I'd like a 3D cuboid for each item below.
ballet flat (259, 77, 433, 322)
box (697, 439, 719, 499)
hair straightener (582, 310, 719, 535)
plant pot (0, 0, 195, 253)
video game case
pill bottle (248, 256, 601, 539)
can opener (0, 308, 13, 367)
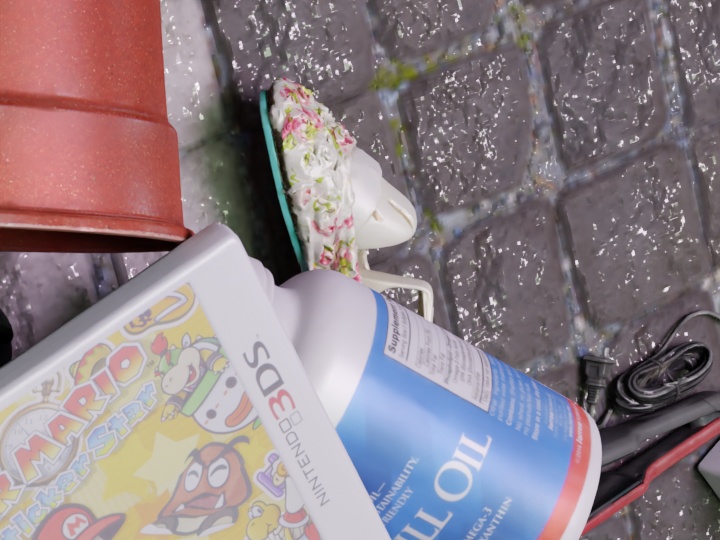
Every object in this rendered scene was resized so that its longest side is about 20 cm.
[{"bbox_3d":[0.000,0.000,1.359,0.064,0.076,0.200,-8,113,6],"label":"ballet flat"},{"bbox_3d":[0.293,0.149,1.532,0.097,0.124,0.200,-46,118,-19],"label":"box"},{"bbox_3d":[0.144,0.073,1.480,0.200,0.041,0.077,-27,110,-26],"label":"hair straightener"},{"bbox_3d":[-0.164,-0.110,1.187,0.201,0.201,0.195,3,87,-32],"label":"plant pot"},{"bbox_3d":[-0.098,0.106,1.171,0.200,0.023,0.182,-35,123,-15],"label":"video game case"},{"bbox_3d":[-0.002,0.068,1.285,0.200,0.112,0.112,28,81,-19],"label":"pill bottle"},{"bbox_3d":[-0.218,0.026,1.197,0.200,0.079,0.063,9,102,-57],"label":"can opener"}]
